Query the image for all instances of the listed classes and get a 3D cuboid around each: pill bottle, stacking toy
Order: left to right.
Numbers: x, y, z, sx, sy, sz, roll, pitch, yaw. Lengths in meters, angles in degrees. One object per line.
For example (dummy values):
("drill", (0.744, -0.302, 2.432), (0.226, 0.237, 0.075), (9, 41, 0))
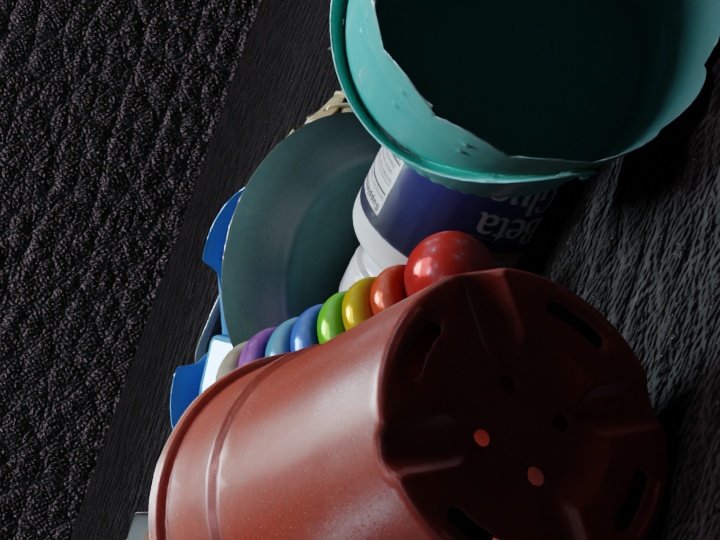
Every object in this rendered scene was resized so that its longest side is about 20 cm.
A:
("stacking toy", (0.003, 0.040, 1.408), (0.200, 0.085, 0.086), (-36, 29, 39))
("pill bottle", (0.062, -0.051, 1.443), (0.111, 0.111, 0.201), (-85, 19, -59))

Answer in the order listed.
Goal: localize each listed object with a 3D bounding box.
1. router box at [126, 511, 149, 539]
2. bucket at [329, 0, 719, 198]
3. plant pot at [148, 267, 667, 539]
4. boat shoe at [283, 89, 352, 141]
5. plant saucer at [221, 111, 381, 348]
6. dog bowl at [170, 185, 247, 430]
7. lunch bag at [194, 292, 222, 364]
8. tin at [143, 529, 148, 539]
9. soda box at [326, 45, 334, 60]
("router box", (-0.124, 0.287, 1.642), (0.051, 0.149, 0.201), (-9, 48, 31))
("bucket", (0.085, -0.139, 1.280), (0.135, 0.206, 0.208), (130, 160, -74))
("plant pot", (0.030, 0.102, 1.109), (0.195, 0.200, 0.202), (-38, 31, 55))
("boat shoe", (-0.008, -0.104, 1.761), (0.200, 0.072, 0.065), (-17, -59, -71))
("plant saucer", (0.000, 0.000, 1.536), (0.036, 0.199, 0.201), (12, 79, 50))
("dog bowl", (-0.060, 0.041, 1.596), (0.111, 0.049, 0.201), (11, 87, 41))
("lunch bag", (-0.036, 0.025, 1.724), (0.170, 0.127, 0.200), (-66, 19, 8))
("tin", (-0.111, 0.242, 1.496), (0.112, 0.042, 0.201), (56, -145, -49))
("soda box", (0.042, -0.133, 1.594), (0.063, 0.071, 0.200), (-36, 16, -7))
